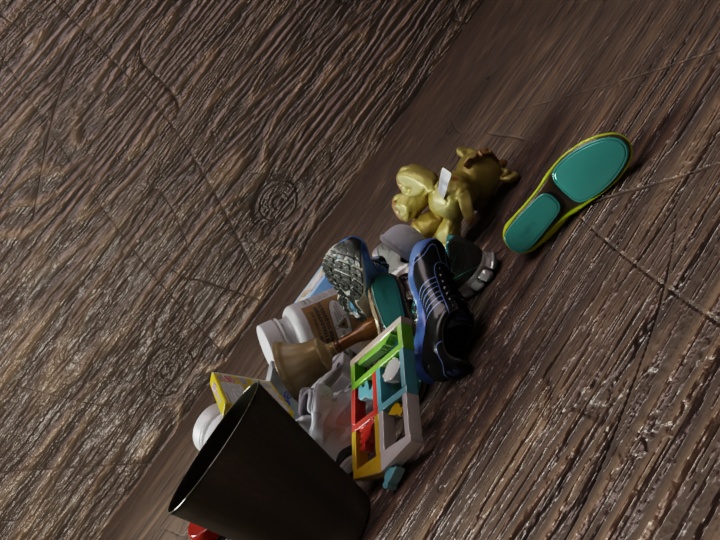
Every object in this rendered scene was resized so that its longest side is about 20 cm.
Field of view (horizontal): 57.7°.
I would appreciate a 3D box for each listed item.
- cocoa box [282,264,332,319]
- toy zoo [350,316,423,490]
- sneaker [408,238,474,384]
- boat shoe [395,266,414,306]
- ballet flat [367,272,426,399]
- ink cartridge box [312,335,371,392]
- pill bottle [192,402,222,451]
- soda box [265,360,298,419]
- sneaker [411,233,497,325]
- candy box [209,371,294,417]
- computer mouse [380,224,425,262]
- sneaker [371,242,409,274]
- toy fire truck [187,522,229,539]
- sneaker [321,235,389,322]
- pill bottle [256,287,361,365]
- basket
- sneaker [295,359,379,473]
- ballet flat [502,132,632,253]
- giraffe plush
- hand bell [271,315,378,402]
[{"bbox_3d":[-0.063,0.081,1.381,0.201,0.131,0.133,-53,11,-2],"label":"cocoa box"},{"bbox_3d":[0.029,0.175,0.824,0.131,0.020,0.202,-46,35,43],"label":"toy zoo"},{"bbox_3d":[0.111,0.044,0.850,0.077,0.069,0.203,-25,57,45],"label":"sneaker"},{"bbox_3d":[0.055,0.070,1.099,0.200,0.071,0.060,129,156,-49],"label":"boat shoe"},{"bbox_3d":[0.057,0.101,0.927,0.065,0.069,0.203,61,-161,-62],"label":"ballet flat"},{"bbox_3d":[-0.040,0.193,1.116,0.116,0.066,0.200,-51,12,12],"label":"ink cartridge box"},{"bbox_3d":[-0.162,0.271,0.968,0.198,0.112,0.113,18,66,44],"label":"pill bottle"},{"bbox_3d":[-0.148,0.267,1.148,0.063,0.067,0.203,-153,77,-78],"label":"soda box"},{"bbox_3d":[0.106,0.026,0.967,0.200,0.091,0.078,-49,11,19],"label":"sneaker"},{"bbox_3d":[-0.171,0.194,0.998,0.200,0.101,0.027,-167,88,-72],"label":"candy box"},{"bbox_3d":[0.086,-0.040,1.030,0.044,0.109,0.200,-53,-13,7],"label":"computer mouse"},{"bbox_3d":[0.078,-0.015,1.287,0.092,0.076,0.201,-41,22,18],"label":"sneaker"},{"bbox_3d":[-0.155,0.367,1.000,0.166,0.113,0.201,-27,22,22],"label":"toy fire truck"},{"bbox_3d":[0.000,0.000,1.007,0.090,0.078,0.201,-53,-21,-21],"label":"sneaker"},{"bbox_3d":[-0.088,0.109,1.235,0.198,0.116,0.114,-21,1,-19],"label":"pill bottle"},{"bbox_3d":[-0.099,0.268,0.793,0.181,0.199,0.136,-53,11,-10],"label":"basket"},{"bbox_3d":[-0.016,0.179,0.942,0.201,0.114,0.075,-59,14,-27],"label":"sneaker"},{"bbox_3d":[0.257,-0.100,0.824,0.200,0.067,0.067,-48,-9,33],"label":"ballet flat"},{"bbox_3d":[0.170,-0.141,1.117,0.161,0.173,0.200,-34,-10,-28],"label":"giraffe plush"},{"bbox_3d":[-0.028,0.114,1.016,0.198,0.105,0.104,-28,15,6],"label":"hand bell"}]
